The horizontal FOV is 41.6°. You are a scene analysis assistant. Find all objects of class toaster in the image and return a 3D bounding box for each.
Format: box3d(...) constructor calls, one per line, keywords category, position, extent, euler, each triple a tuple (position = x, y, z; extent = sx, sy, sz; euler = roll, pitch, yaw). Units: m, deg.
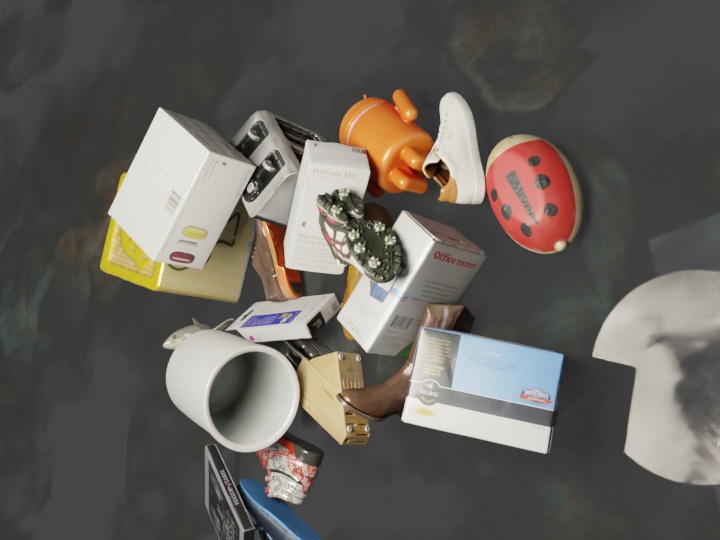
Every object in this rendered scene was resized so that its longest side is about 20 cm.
box3d(category="toaster", position=(-0.113, -0.155, 1.613), extent=(0.119, 0.198, 0.182), euler=(-49, 46, 24))

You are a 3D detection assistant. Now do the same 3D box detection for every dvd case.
box3d(category="dvd case", position=(-0.228, 0.423, 1.637), extent=(0.200, 0.024, 0.152), euler=(-127, 35, -46))

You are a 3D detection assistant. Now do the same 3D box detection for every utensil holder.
box3d(category="utensil holder", position=(-0.220, 0.193, 1.580), extent=(0.199, 0.168, 0.173), euler=(11, 89, 58))

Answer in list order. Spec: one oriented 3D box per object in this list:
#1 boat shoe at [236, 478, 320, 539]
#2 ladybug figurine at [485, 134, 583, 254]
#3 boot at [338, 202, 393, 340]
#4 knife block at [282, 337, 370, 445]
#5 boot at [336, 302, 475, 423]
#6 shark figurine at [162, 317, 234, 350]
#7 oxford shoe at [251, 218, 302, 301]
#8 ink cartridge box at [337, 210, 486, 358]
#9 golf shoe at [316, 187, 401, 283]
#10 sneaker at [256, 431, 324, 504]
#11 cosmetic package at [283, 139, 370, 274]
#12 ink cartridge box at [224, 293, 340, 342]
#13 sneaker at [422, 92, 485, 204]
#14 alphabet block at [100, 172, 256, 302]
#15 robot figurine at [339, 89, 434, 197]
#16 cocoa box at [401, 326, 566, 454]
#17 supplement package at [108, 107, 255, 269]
box3d(category="boat shoe", position=(-0.152, 0.431, 1.599), extent=(0.199, 0.083, 0.069), euler=(37, 109, 41))
box3d(category="ladybug figurine", position=(0.244, -0.113, 1.365), extent=(0.136, 0.071, 0.202), euler=(-43, 57, 26))
box3d(category="boot", position=(0.001, 0.001, 1.555), extent=(0.145, 0.070, 0.203), euler=(114, 167, -45))
box3d(category="knife block", position=(-0.076, 0.204, 1.588), extent=(0.174, 0.064, 0.203), euler=(-21, 69, 37))
box3d(category="boot", position=(0.071, 0.124, 1.399), extent=(0.064, 0.185, 0.202), euler=(40, 111, 44))
box3d(category="shark figurine", position=(-0.285, 0.133, 1.740), extent=(0.128, 0.215, 0.089), euler=(-39, 59, -12))
box3d(category="oxford shoe", position=(-0.166, -0.042, 1.657), extent=(0.072, 0.071, 0.203), euler=(-15, 90, 26))
box3d(category="ink cartridge box", position=(0.080, 0.025, 1.432), extent=(0.088, 0.144, 0.201), euler=(46, 111, 36))
box3d(category="golf shoe", position=(-0.001, -0.036, 1.391), extent=(0.201, 0.076, 0.089), euler=(-125, 31, -42))
box3d(category="sneaker", position=(-0.155, 0.324, 1.630), extent=(0.200, 0.067, 0.109), euler=(22, 94, 38))
box3d(category="cosmetic package", position=(-0.056, -0.097, 1.500), extent=(0.075, 0.100, 0.202), euler=(-101, 20, -50))
box3d(category="ink cartridge box", position=(-0.136, 0.084, 1.643), extent=(0.198, 0.095, 0.037), euler=(-5, 117, 39))
box3d(category="sneaker", position=(0.132, -0.192, 1.447), extent=(0.073, 0.083, 0.202), euler=(102, 163, -57))
box3d(category="alphabet block", position=(-0.336, -0.060, 1.773), extent=(0.195, 0.199, 0.198), euler=(13, 89, 41))
box3d(category="robot figurine", position=(0.043, -0.204, 1.529), extent=(0.200, 0.116, 0.145), euler=(46, 155, 36))
box3d(category="cocoa box", position=(0.172, 0.159, 1.290), extent=(0.197, 0.133, 0.133), euler=(10, 86, 15))
box3d(category="supplement package", position=(-0.293, -0.131, 1.551), extent=(0.155, 0.110, 0.202), euler=(40, 108, 34))
